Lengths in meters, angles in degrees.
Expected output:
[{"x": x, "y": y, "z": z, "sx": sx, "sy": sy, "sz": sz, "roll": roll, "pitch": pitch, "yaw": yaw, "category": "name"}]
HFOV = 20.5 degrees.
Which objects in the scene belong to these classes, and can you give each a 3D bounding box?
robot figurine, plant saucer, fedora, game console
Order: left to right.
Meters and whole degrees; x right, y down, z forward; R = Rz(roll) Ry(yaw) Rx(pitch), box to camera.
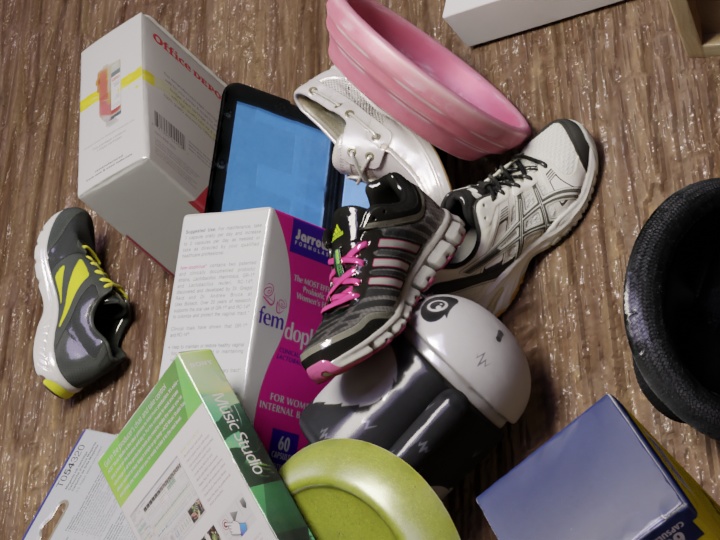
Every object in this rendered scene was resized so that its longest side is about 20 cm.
[{"x": -0.026, "y": -0.084, "z": 1.701, "sx": 0.172, "sy": 0.119, "sz": 0.200, "roll": -19, "pitch": 48, "yaw": 29, "category": "game console"}, {"x": -0.009, "y": 0.220, "z": 1.412, "sx": 0.200, "sy": 0.031, "sz": 0.200, "roll": 8, "pitch": 103, "yaw": 39, "category": "plant saucer"}, {"x": 0.034, "y": 0.109, "z": 1.484, "sx": 0.200, "sy": 0.125, "sz": 0.150, "roll": -45, "pitch": 50, "yaw": 2, "category": "robot figurine"}, {"x": 0.048, "y": -0.154, "z": 1.639, "sx": 0.051, "sy": 0.200, "sz": 0.201, "roll": -54, "pitch": 38, "yaw": 14, "category": "plant saucer"}, {"x": 0.247, "y": 0.037, "z": 1.364, "sx": 0.092, "sy": 0.200, "sz": 0.201, "roll": -44, "pitch": 25, "yaw": 58, "category": "fedora"}]

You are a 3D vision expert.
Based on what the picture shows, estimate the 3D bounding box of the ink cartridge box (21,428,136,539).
[{"x": -0.202, "y": 0.234, "z": 1.651, "sx": 0.200, "sy": 0.043, "sz": 0.197, "roll": 5, "pitch": 60, "yaw": 46, "category": "ink cartridge box"}]

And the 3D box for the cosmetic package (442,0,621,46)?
[{"x": 0.172, "y": -0.262, "z": 1.728, "sx": 0.200, "sy": 0.051, "sz": 0.083, "roll": -13, "pitch": 52, "yaw": 33, "category": "cosmetic package"}]

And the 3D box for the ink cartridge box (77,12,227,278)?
[{"x": -0.185, "y": -0.117, "z": 1.846, "sx": 0.083, "sy": 0.145, "sz": 0.200, "roll": -28, "pitch": 43, "yaw": 23, "category": "ink cartridge box"}]

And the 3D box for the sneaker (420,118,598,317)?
[{"x": 0.114, "y": -0.049, "z": 1.576, "sx": 0.076, "sy": 0.088, "sz": 0.200, "roll": 17, "pitch": 69, "yaw": 49, "category": "sneaker"}]

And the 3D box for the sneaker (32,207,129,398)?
[{"x": -0.251, "y": 0.025, "z": 1.853, "sx": 0.085, "sy": 0.074, "sz": 0.200, "roll": -18, "pitch": 56, "yaw": 21, "category": "sneaker"}]

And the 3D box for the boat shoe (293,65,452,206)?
[{"x": 0.009, "y": -0.098, "z": 1.656, "sx": 0.069, "sy": 0.071, "sz": 0.200, "roll": -25, "pitch": 46, "yaw": -17, "category": "boat shoe"}]

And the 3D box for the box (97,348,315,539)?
[{"x": -0.110, "y": 0.178, "z": 1.453, "sx": 0.144, "sy": 0.036, "sz": 0.200, "roll": -51, "pitch": 61, "yaw": 38, "category": "box"}]

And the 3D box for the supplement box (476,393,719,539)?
[{"x": 0.182, "y": 0.188, "z": 1.233, "sx": 0.109, "sy": 0.200, "sz": 0.110, "roll": -40, "pitch": 40, "yaw": 8, "category": "supplement box"}]

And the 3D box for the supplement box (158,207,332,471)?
[{"x": -0.086, "y": 0.061, "z": 1.557, "sx": 0.103, "sy": 0.101, "sz": 0.200, "roll": -6, "pitch": 72, "yaw": 42, "category": "supplement box"}]

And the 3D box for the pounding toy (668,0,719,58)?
[{"x": 0.308, "y": -0.256, "z": 1.526, "sx": 0.184, "sy": 0.200, "sz": 0.142, "roll": -3, "pitch": 55, "yaw": 22, "category": "pounding toy"}]

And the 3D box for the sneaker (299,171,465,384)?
[{"x": 0.000, "y": 0.000, "z": 1.464, "sx": 0.074, "sy": 0.087, "sz": 0.200, "roll": -27, "pitch": 20, "yaw": 48, "category": "sneaker"}]
